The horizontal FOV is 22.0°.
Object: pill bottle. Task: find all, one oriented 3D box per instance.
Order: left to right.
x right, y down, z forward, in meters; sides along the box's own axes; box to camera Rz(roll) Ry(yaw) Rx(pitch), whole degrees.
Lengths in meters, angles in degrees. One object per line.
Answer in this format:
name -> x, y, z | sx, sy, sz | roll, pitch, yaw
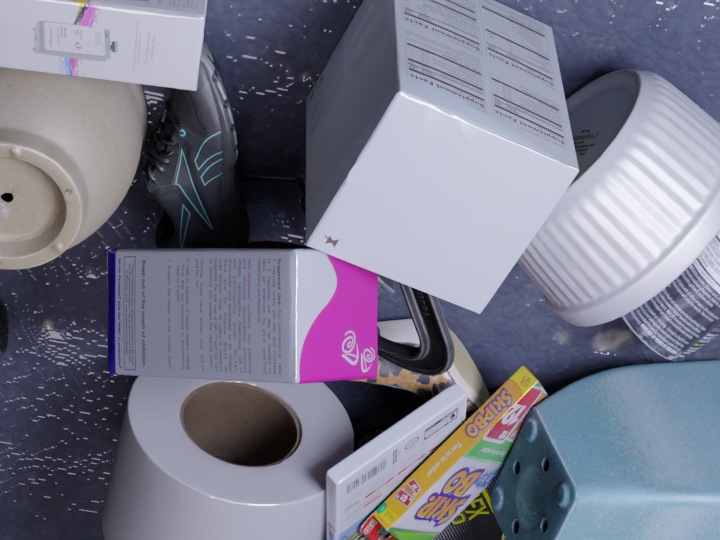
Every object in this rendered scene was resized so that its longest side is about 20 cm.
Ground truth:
pill bottle -> 0.308, -0.022, 1.534 | 0.106, 0.106, 0.200 | 36, 118, -25

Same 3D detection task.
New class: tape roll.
tape roll -> -0.117, 0.181, 1.615 | 0.202, 0.203, 0.140 | 11, 125, -10

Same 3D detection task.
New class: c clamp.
c clamp -> 0.000, 0.000, 1.521 | 0.170, 0.027, 0.201 | 2, 124, 46

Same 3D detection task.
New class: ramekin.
ramekin -> 0.195, -0.065, 1.446 | 0.105, 0.200, 0.200 | 42, 116, -18

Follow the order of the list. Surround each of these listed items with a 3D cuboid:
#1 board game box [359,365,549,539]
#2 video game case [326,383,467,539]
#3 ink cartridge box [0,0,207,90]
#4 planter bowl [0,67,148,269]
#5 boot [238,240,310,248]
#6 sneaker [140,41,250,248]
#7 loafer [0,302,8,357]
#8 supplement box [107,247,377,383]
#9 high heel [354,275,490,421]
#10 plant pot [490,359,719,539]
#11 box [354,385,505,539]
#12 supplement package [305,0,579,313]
board game box -> 0.088, 0.174, 1.614 | 0.200, 0.030, 0.096 | -42, 152, -1
video game case -> 0.030, 0.195, 1.609 | 0.143, 0.018, 0.200 | -33, 149, -23
ink cartridge box -> -0.214, -0.202, 1.375 | 0.199, 0.117, 0.068 | 7, 127, -6
planter bowl -> -0.270, -0.086, 1.449 | 0.199, 0.135, 0.201 | -1, 128, -2
boot -> -0.070, 0.023, 1.546 | 0.097, 0.075, 0.200 | 11, 161, -43
sneaker -> -0.136, -0.092, 1.479 | 0.079, 0.076, 0.201 | -10, 128, -7
loafer -> -0.363, 0.004, 1.552 | 0.071, 0.073, 0.201 | -13, 126, 9
supplement box -> -0.092, 0.032, 1.429 | 0.199, 0.104, 0.101 | -1, 179, 40
high heel -> 0.019, 0.097, 1.635 | 0.142, 0.071, 0.200 | -35, 109, 21
plant pot -> 0.232, 0.202, 1.612 | 0.199, 0.197, 0.196 | 7, 124, -24
box -> 0.100, 0.213, 1.743 | 0.160, 0.044, 0.200 | -18, 125, 12
supplement package -> 0.056, -0.105, 1.403 | 0.150, 0.200, 0.152 | 22, 124, -17
